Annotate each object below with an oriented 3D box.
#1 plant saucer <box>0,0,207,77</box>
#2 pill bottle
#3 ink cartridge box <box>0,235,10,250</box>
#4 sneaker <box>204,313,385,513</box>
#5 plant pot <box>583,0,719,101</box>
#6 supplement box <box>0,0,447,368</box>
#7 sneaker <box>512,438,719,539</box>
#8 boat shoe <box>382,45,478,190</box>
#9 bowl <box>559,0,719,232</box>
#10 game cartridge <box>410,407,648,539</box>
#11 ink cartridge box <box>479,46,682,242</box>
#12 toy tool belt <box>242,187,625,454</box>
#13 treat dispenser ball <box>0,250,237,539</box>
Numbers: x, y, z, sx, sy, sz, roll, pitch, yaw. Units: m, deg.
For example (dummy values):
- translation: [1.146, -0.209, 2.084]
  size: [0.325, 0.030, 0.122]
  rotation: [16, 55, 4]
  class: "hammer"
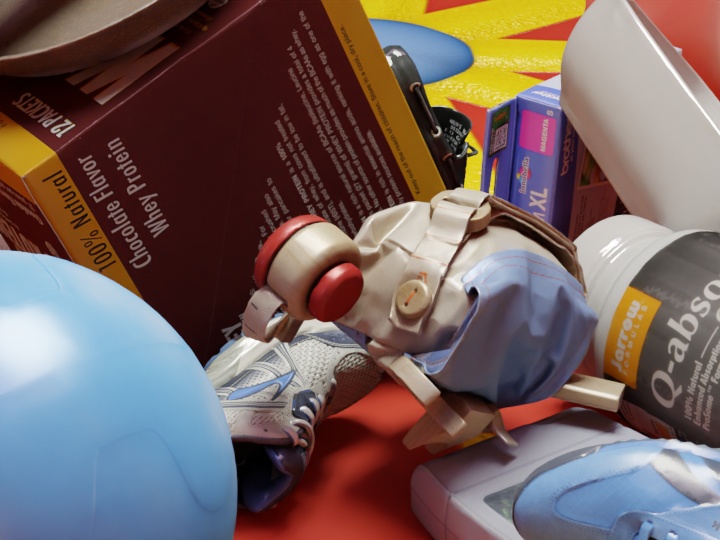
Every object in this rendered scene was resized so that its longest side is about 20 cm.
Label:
- translation: [-0.131, -0.160, 1.096]
  size: [0.200, 0.032, 0.200]
  rotation: [-19, 34, 14]
  class: "plant saucer"
- translation: [0.195, 0.046, 1.112]
  size: [0.116, 0.117, 0.200]
  rotation: [-15, 28, -35]
  class: "pill bottle"
- translation: [-0.284, -0.042, 1.363]
  size: [0.200, 0.043, 0.196]
  rotation: [-18, 32, -34]
  class: "ink cartridge box"
- translation: [-0.052, 0.084, 1.072]
  size: [0.200, 0.077, 0.085]
  rotation: [-21, 47, -41]
  class: "sneaker"
- translation: [0.279, -0.192, 1.604]
  size: [0.200, 0.201, 0.177]
  rotation: [-14, 18, -34]
  class: "plant pot"
- translation: [-0.088, -0.056, 1.136]
  size: [0.200, 0.197, 0.133]
  rotation: [-39, 38, -15]
  class: "supplement box"
- translation: [0.160, 0.124, 0.908]
  size: [0.200, 0.066, 0.078]
  rotation: [9, 29, 13]
  class: "sneaker"
- translation: [0.039, -0.078, 1.312]
  size: [0.066, 0.199, 0.074]
  rotation: [-47, 52, -3]
  class: "boat shoe"
- translation: [0.200, -0.060, 1.280]
  size: [0.200, 0.075, 0.200]
  rotation: [30, 27, -57]
  class: "bowl"
- translation: [0.124, 0.128, 1.018]
  size: [0.133, 0.041, 0.200]
  rotation: [-21, 32, -36]
  class: "game cartridge"
- translation: [0.143, -0.071, 1.374]
  size: [0.042, 0.120, 0.200]
  rotation: [20, 28, 32]
  class: "ink cartridge box"
- translation: [0.048, 0.028, 1.040]
  size: [0.123, 0.125, 0.200]
  rotation: [40, 18, 30]
  class: "toy tool belt"
- translation: [-0.150, 0.092, 0.863]
  size: [0.201, 0.201, 0.201]
  rotation: [2, 23, -1]
  class: "treat dispenser ball"
